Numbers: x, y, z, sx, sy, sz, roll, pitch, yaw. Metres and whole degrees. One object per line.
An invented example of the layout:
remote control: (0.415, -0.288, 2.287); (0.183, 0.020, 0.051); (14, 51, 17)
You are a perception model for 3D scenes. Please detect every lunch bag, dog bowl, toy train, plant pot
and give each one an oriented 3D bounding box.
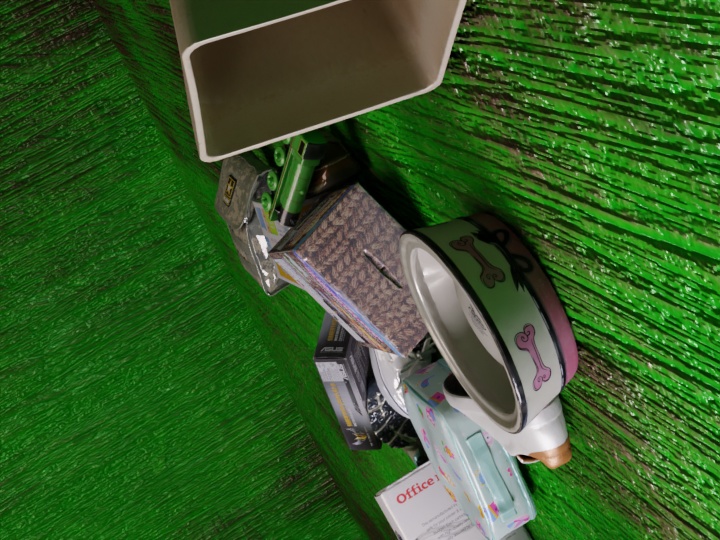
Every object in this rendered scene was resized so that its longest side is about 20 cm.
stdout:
lunch bag: (-0.154, -0.087, 1.851); (0.164, 0.117, 0.202); (40, 151, 61)
dog bowl: (0.115, 0.039, 1.047); (0.201, 0.073, 0.200); (58, 169, 18)
toy train: (-0.064, -0.132, 1.302); (0.056, 0.041, 0.202); (50, 134, 38)
lunch bag: (0.131, 0.212, 1.396); (0.202, 0.077, 0.160); (65, 167, -19)
plant pot: (-0.052, -0.220, 0.855); (0.200, 0.198, 0.179); (102, 148, -74)

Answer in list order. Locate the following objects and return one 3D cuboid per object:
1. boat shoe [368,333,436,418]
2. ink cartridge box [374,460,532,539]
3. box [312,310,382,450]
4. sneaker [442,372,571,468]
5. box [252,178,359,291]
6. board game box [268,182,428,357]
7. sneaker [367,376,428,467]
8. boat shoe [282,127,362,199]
boat shoe: (0.060, 0.091, 1.458); (0.086, 0.074, 0.204); (1, 110, 59)
ink cartridge box: (0.129, 0.339, 1.546); (0.201, 0.144, 0.084); (59, 169, 7)
box: (-0.003, 0.124, 1.639); (0.201, 0.048, 0.159); (71, -157, -43)
sneaker: (0.143, 0.148, 1.188); (0.085, 0.072, 0.200); (66, 167, -16)
box: (-0.056, -0.049, 1.492); (0.200, 0.100, 0.114); (-163, 53, -74)
board game box: (0.000, 0.000, 1.297); (0.159, 0.097, 0.200); (44, 171, -10)
sneaker: (0.061, 0.206, 1.646); (0.201, 0.077, 0.087); (54, -176, -33)
boat shoe: (-0.056, -0.133, 1.395); (0.075, 0.075, 0.200); (66, 167, -12)
